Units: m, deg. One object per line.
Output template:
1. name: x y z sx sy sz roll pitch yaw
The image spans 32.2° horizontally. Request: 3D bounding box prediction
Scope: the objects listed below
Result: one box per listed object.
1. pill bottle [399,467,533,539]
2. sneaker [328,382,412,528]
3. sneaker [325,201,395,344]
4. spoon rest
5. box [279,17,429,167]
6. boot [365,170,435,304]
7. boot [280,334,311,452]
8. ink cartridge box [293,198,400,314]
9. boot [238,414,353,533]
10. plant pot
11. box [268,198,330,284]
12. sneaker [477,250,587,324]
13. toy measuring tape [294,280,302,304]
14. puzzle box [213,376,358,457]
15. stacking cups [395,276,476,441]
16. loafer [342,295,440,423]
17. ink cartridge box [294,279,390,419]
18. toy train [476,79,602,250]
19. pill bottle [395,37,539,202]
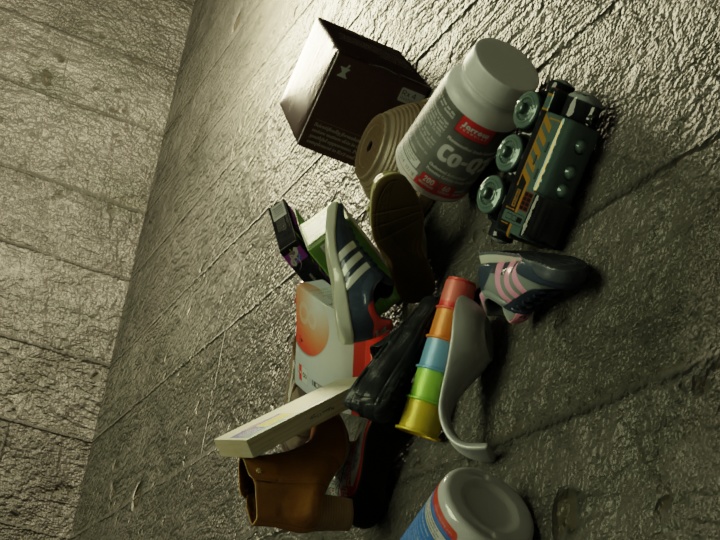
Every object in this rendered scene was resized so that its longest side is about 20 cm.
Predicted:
1. pill bottle: 0.088 0.313 1.312 0.201 0.112 0.113 -58 24 30
2. sneaker: 0.012 0.228 1.644 0.108 0.067 0.203 32 105 67
3. sneaker: 0.000 0.000 1.643 0.075 0.084 0.201 92 170 -69
4. spoon rest: 0.121 0.123 1.437 0.100 0.060 0.201 59 -153 -53
5. box: -0.015 -0.280 1.999 0.165 0.165 0.200 -63 21 19
6. boot: 0.044 -0.074 1.689 0.155 0.072 0.201 -108 0 -55
7. boot: -0.095 0.191 1.960 0.201 0.070 0.147 -88 17 -53
8. ink cartridge box: -0.020 -0.032 1.814 0.076 0.148 0.200 -36 22 5
9. boot: -0.088 0.246 1.602 0.202 0.143 0.071 -101 31 -45
10. plant pot: 0.052 -0.168 1.840 0.201 0.092 0.202 -52 28 44
11. box: -0.061 0.001 1.858 0.036 0.200 0.143 -33 30 7
12. sneaker: 0.191 0.021 1.382 0.200 0.070 0.083 -169 80 -72
13. toy measuring tape: -0.064 0.044 1.966 0.200 0.073 0.074 -160 89 -81
14. puzzle box: -0.081 0.188 1.611 0.133 0.199 0.026 -15 98 65
15. stacking cups: 0.102 0.109 1.545 0.060 0.060 0.201 -9 59 67
16. loafer: 0.045 0.104 1.576 0.201 0.070 0.068 -56 -30 -35
17. ink cartridge box: -0.027 0.124 1.715 0.200 0.050 0.163 39 132 54
18. toy train: 0.210 -0.117 1.420 0.114 0.085 0.201 33 102 57
19. pill bottle: 0.138 -0.193 1.608 0.200 0.113 0.114 -54 27 40
